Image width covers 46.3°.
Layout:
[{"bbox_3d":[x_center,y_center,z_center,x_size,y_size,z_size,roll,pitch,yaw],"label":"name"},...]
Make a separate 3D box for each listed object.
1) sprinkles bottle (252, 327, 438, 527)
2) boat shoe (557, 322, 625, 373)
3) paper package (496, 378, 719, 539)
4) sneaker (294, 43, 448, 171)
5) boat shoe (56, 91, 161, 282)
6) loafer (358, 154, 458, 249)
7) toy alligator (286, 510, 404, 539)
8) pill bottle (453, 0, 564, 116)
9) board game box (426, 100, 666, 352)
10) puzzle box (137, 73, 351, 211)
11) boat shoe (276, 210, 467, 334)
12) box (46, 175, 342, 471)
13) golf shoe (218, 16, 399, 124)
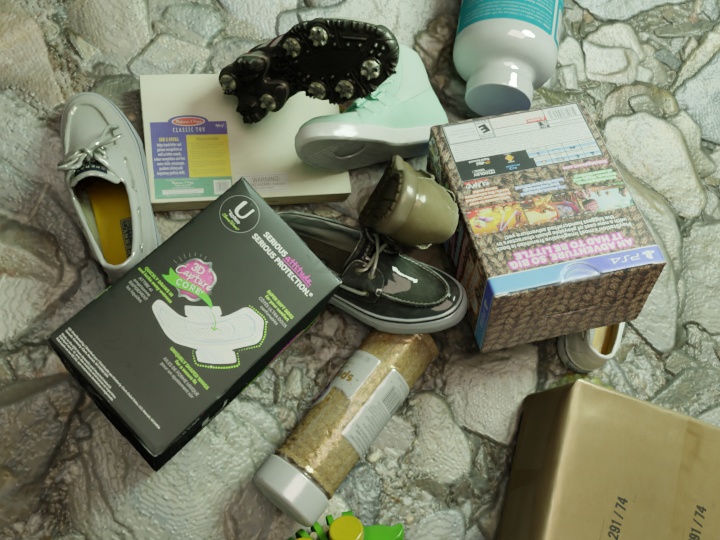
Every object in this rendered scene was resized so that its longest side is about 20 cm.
[{"bbox_3d":[-0.010,0.130,0.760,0.068,0.068,0.200,40,68,0],"label":"sprinkles bottle"},{"bbox_3d":[0.251,0.003,0.864,0.070,0.070,0.202,20,71,-8],"label":"boat shoe"},{"bbox_3d":[0.234,0.226,0.778,0.189,0.103,0.202,20,70,-10],"label":"paper package"},{"bbox_3d":[-0.001,-0.168,0.823,0.199,0.073,0.119,-14,82,-45],"label":"sneaker"},{"bbox_3d":[-0.232,-0.082,0.741,0.074,0.086,0.204,-18,72,1],"label":"boat shoe"},{"bbox_3d":[0.044,-0.055,0.770,0.067,0.200,0.077,29,102,-7],"label":"loafer"},{"bbox_3d":[-0.057,0.254,0.723,0.198,0.060,0.054,-22,39,-19],"label":"toy alligator"},{"bbox_3d":[0.159,-0.267,0.897,0.110,0.111,0.202,15,71,-10],"label":"pill bottle"},{"bbox_3d":[0.163,-0.046,0.796,0.158,0.097,0.202,-10,57,-7],"label":"board game box"},{"bbox_3d":[-0.114,-0.130,0.831,0.198,0.025,0.135,-4,76,-15],"label":"puzzle box"},{"bbox_3d":[0.000,0.000,0.760,0.198,0.071,0.073,15,58,16],"label":"boat shoe"},{"bbox_3d":[-0.136,0.049,0.707,0.200,0.149,0.124,-42,86,-21],"label":"box"},{"bbox_3d":[-0.042,-0.197,0.762,0.088,0.198,0.078,-53,127,-38],"label":"golf shoe"}]
